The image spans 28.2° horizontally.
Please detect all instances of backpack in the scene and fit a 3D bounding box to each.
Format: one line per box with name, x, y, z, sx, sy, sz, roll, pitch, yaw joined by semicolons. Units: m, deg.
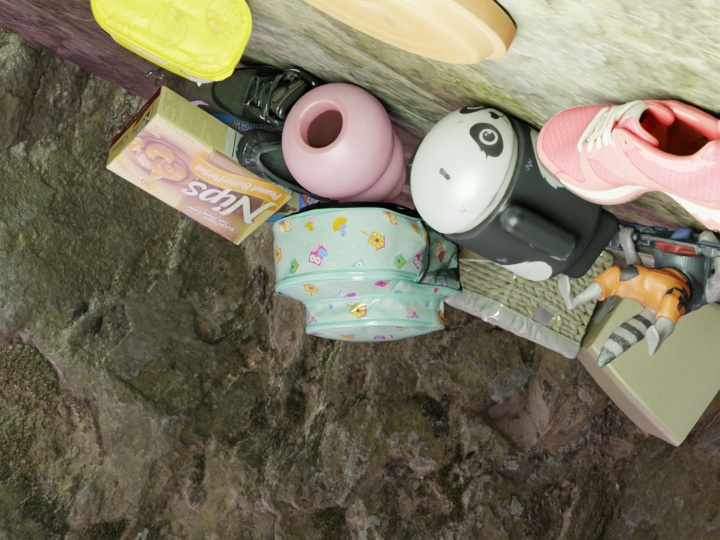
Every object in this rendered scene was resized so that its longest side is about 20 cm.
backpack;0.000;0.000;1.572;0.174;0.156;0.199;-6;163;35

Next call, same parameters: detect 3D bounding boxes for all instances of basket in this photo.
basket;0.213;0.001;2.004;0.197;0.162;0.199;26;180;-42

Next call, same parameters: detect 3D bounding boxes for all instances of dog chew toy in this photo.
dog chew toy;-0.007;-0.127;1.598;0.124;0.126;0.200;25;175;25

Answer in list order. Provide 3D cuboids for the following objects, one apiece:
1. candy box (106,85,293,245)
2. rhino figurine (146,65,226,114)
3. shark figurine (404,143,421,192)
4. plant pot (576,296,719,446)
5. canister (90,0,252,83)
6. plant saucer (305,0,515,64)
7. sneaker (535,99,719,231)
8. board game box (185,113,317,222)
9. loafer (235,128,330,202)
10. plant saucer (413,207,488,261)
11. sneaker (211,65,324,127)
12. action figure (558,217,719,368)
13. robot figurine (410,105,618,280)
candy box;-0.190;-0.123;1.718;0.199;0.056;0.115;30;132;-27
rhino figurine;-0.191;-0.237;1.791;0.198;0.088;0.060;25;179;10
shark figurine;0.106;-0.107;1.679;0.129;0.089;0.214;59;167;-4
plant pot;0.413;0.105;2.040;0.176;0.201;0.200;36;178;-3
canister;-0.182;-0.242;1.385;0.147;0.087;0.200;26;-179;-9
plant saucer;0.008;-0.187;0.957;0.198;0.033;0.200;26;180;0
sneaker;0.189;-0.089;0.954;0.199;0.074;0.087;19;161;47
board game box;-0.124;-0.125;1.790;0.197;0.045;0.153;3;140;1
loafer;-0.052;-0.114;1.688;0.199;0.069;0.070;15;-168;-30
plant saucer;0.149;-0.064;1.735;0.197;0.037;0.201;-1;-157;0
sneaker;-0.101;-0.205;1.674;0.198;0.077;0.114;22;176;25
action figure;0.276;0.011;1.403;0.192;0.106;0.199;-22;-152;-39
robot figurine;0.140;-0.069;1.299;0.199;0.126;0.150;26;161;-28
